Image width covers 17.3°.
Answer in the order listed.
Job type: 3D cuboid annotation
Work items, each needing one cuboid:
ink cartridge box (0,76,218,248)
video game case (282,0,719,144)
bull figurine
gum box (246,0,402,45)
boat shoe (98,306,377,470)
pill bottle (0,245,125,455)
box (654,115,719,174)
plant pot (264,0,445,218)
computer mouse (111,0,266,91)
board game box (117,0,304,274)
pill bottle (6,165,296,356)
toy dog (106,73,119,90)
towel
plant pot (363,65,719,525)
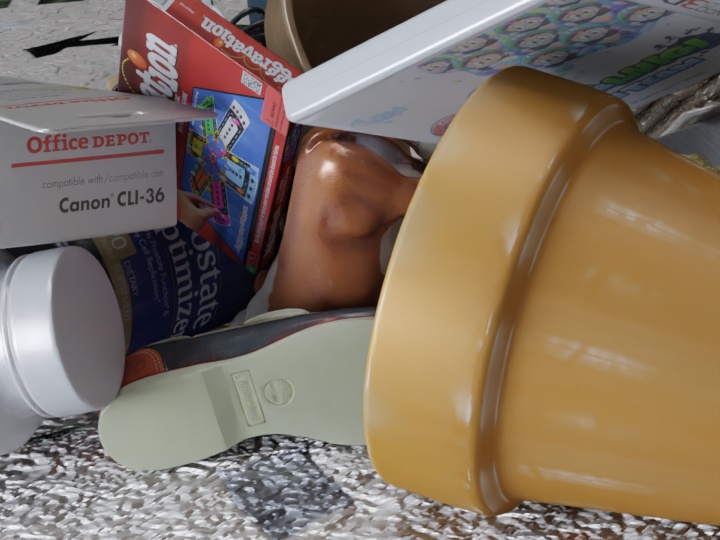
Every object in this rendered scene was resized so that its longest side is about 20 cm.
[{"bbox_3d":[-0.173,-0.055,1.204,0.116,0.068,0.199,-9,14,-41],"label":"ink cartridge box"},{"bbox_3d":[0.093,-0.102,1.115,0.199,0.024,0.181,-22,-18,39],"label":"video game case"},{"bbox_3d":[0.000,0.000,1.246,0.120,0.201,0.066,8,50,-7],"label":"bull figurine"},{"bbox_3d":[-0.016,-0.128,1.544,0.044,0.202,0.170,-14,19,-25],"label":"gum box"},{"bbox_3d":[-0.037,0.053,1.211,0.198,0.072,0.063,-12,21,4],"label":"boat shoe"},{"bbox_3d":[-0.224,0.045,1.195,0.198,0.112,0.111,-10,16,19],"label":"pill bottle"},{"bbox_3d":[0.215,-0.010,1.228,0.199,0.049,0.158,-19,54,-36],"label":"box"},{"bbox_3d":[0.018,-0.095,1.397,0.200,0.201,0.093,-27,-13,-48],"label":"plant pot"},{"bbox_3d":[-0.108,-0.137,1.492,0.109,0.044,0.200,-29,16,0],"label":"computer mouse"},{"bbox_3d":[-0.081,-0.073,1.223,0.103,0.200,0.019,36,66,9],"label":"board game box"},{"bbox_3d":[-0.114,-0.014,1.374,0.111,0.113,0.199,10,25,43],"label":"pill bottle"},{"bbox_3d":[-0.100,-0.070,1.569,0.131,0.096,0.201,-12,51,19],"label":"toy dog"},{"bbox_3d":[0.146,-0.052,1.341,0.200,0.035,0.132,-40,-11,24],"label":"towel"},{"bbox_3d":[0.125,0.030,1.061,0.182,0.202,0.200,18,26,20],"label":"plant pot"}]
